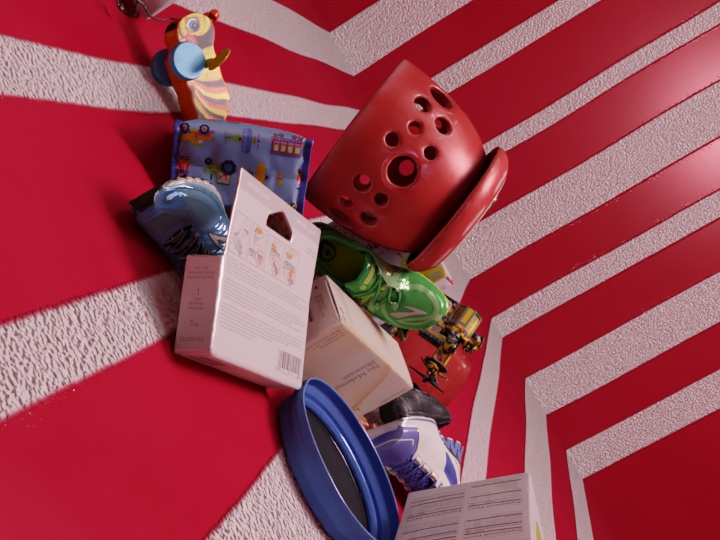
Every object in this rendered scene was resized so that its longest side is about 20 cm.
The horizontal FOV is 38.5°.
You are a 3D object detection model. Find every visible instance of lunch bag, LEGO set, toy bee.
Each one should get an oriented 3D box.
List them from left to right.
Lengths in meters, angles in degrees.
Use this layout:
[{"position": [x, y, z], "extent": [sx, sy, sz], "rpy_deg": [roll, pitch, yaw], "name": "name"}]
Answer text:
[{"position": [-0.206, -0.277, 1.293], "extent": [0.130, 0.109, 0.201], "rpy_deg": [23, -41, 38], "name": "toy bee"}, {"position": [-0.139, -0.138, 1.192], "extent": [0.200, 0.149, 0.095], "rpy_deg": [-106, -155, -70], "name": "lunch bag"}, {"position": [0.058, 0.081, 1.393], "extent": [0.199, 0.116, 0.154], "rpy_deg": [37, -20, 3], "name": "LEGO set"}]

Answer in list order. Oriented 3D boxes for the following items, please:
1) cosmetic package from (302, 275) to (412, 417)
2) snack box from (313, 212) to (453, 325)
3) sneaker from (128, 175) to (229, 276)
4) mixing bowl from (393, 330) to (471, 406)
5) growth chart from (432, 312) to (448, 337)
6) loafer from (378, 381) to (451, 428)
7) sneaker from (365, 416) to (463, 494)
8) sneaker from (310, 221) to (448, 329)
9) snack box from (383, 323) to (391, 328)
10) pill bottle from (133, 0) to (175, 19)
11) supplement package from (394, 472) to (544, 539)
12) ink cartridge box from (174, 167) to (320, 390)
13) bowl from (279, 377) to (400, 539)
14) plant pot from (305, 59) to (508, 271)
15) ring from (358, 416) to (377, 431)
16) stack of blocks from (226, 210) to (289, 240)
[{"position": [-0.028, 0.097, 1.219], "extent": [0.200, 0.103, 0.074], "rpy_deg": [44, 20, -51], "name": "cosmetic package"}, {"position": [0.000, 0.000, 1.326], "extent": [0.143, 0.199, 0.053], "rpy_deg": [64, 10, 19], "name": "snack box"}, {"position": [-0.154, -0.021, 1.030], "extent": [0.200, 0.078, 0.091], "rpy_deg": [44, 23, -55], "name": "sneaker"}, {"position": [0.119, 0.139, 1.750], "extent": [0.201, 0.108, 0.200], "rpy_deg": [57, 11, -17], "name": "mixing bowl"}, {"position": [0.063, 0.032, 1.479], "extent": [0.200, 0.018, 0.145], "rpy_deg": [43, -19, -6], "name": "growth chart"}, {"position": [0.077, 0.190, 1.443], "extent": [0.200, 0.068, 0.071], "rpy_deg": [26, 43, -65], "name": "loafer"}, {"position": [0.085, 0.266, 1.326], "extent": [0.199, 0.080, 0.116], "rpy_deg": [36, 37, -51], "name": "sneaker"}, {"position": [0.011, 0.015, 1.211], "extent": [0.199, 0.075, 0.084], "rpy_deg": [28, 7, -6], "name": "sneaker"}, {"position": [0.033, 0.071, 1.621], "extent": [0.024, 0.072, 0.200], "rpy_deg": [34, 15, -5], "name": "snack box"}, {"position": [-0.296, -0.437, 1.333], "extent": [0.201, 0.114, 0.114], "rpy_deg": [57, 12, -16], "name": "pill bottle"}, {"position": [0.126, 0.331, 1.105], "extent": [0.200, 0.149, 0.153], "rpy_deg": [-41, 118, -78], "name": "supplement package"}, {"position": [-0.105, 0.015, 1.024], "extent": [0.200, 0.044, 0.178], "rpy_deg": [38, 56, -64], "name": "ink cartridge box"}, {"position": [-0.023, 0.213, 1.114], "extent": [0.201, 0.039, 0.201], "rpy_deg": [57, 11, -18], "name": "bowl"}, {"position": [0.058, -0.113, 1.205], "extent": [0.182, 0.201, 0.201], "rpy_deg": [38, 14, -5], "name": "plant pot"}, {"position": [0.019, 0.185, 1.420], "extent": [0.201, 0.019, 0.201], "rpy_deg": [57, 13, -20], "name": "ring"}, {"position": [-0.130, -0.051, 1.249], "extent": [0.116, 0.058, 0.200], "rpy_deg": [57, 12, -16], "name": "stack of blocks"}]
